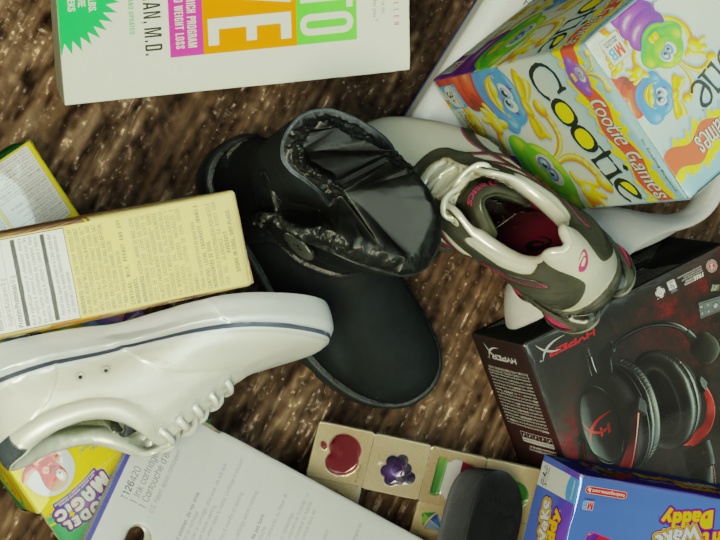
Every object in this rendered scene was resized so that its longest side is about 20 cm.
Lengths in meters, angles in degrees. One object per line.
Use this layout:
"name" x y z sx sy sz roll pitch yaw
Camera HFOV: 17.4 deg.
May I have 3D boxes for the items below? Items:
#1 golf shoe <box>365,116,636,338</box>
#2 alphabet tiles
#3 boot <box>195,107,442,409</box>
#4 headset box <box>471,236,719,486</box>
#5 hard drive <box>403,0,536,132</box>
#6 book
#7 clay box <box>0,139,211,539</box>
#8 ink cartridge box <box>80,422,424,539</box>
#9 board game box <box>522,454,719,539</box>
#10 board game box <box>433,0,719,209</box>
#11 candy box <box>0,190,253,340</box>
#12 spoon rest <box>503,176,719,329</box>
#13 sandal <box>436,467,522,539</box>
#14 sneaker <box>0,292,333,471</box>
"golf shoe" 0.064 -0.043 1.314 0.077 0.200 0.088 -55 150 -7
"alphabet tiles" 0.032 0.199 1.367 0.167 0.008 0.201 13 100 -8
"boot" 0.000 0.000 1.310 0.076 0.168 0.200 -42 104 -17
"headset box" 0.175 0.100 1.420 0.148 0.075 0.200 -25 103 -19
"hard drive" 0.109 -0.104 1.431 0.132 0.025 0.200 36 77 -17
"book" -0.074 -0.170 1.315 0.199 0.048 0.134 -8 119 -13
"clay box" -0.178 0.043 1.304 0.115 0.048 0.200 -36 103 -20
"ink cartridge box" -0.070 0.199 1.280 0.200 0.047 0.198 29 65 -9
"board game box" 0.183 0.190 1.367 0.200 0.045 0.135 12 96 -27
"board game box" 0.143 -0.105 1.323 0.105 0.200 0.103 -39 103 -18
"candy box" -0.170 0.004 1.219 0.200 0.115 0.055 -13 92 -24
"spoon rest" 0.158 -0.028 1.393 0.061 0.099 0.200 49 62 -6
"sandal" 0.061 0.209 1.302 0.076 0.043 0.201 20 77 -55
"sneaker" -0.106 0.063 1.254 0.199 0.073 0.071 -12 73 -14
